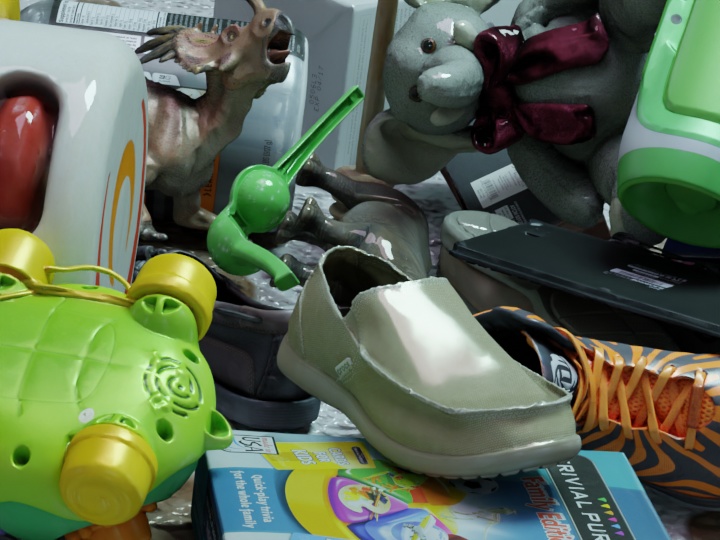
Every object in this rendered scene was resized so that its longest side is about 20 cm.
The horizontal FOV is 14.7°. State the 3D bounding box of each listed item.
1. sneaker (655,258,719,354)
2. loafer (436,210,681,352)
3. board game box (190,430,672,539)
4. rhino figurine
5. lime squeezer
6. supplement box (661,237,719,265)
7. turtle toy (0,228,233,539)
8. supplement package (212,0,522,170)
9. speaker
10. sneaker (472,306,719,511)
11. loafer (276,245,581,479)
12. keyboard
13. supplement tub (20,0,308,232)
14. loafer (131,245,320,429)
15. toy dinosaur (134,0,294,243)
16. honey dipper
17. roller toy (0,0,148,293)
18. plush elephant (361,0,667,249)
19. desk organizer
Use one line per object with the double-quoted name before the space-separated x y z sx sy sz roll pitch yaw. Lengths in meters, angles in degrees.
"sneaker" 0.217 0.055 1.452 0.200 0.081 0.086 22 -1 42
"loafer" 0.102 0.035 1.463 0.072 0.063 0.200 2 25 -32
"board game box" 0.033 0.123 1.205 0.199 0.047 0.151 3 20 -10
"rhino figurine" 0.000 0.000 1.509 0.087 0.060 0.200 23 20 -8
"lime squeezer" -0.047 -0.037 1.473 0.038 0.071 0.200 40 31 -13
"supplement box" 0.265 -0.069 1.481 0.109 0.201 0.109 32 -15 -29
"turtle toy" -0.152 0.063 1.220 0.199 0.101 0.146 8 43 9
"supplement package" 0.010 -0.142 1.819 0.120 0.122 0.200 22 24 36
"speaker" 0.195 -0.116 1.432 0.088 0.201 0.089 18 -20 7
"sneaker" 0.122 0.065 1.309 0.199 0.078 0.112 4 -9 24
"loafer" 0.026 0.040 1.263 0.075 0.069 0.200 -11 21 -34
"keyboard" 0.148 0.018 1.404 0.200 0.040 0.104 19 23 38
"supplement tub" -0.134 -0.092 1.629 0.199 0.123 0.123 6 20 -2
"loafer" -0.081 0.018 1.431 0.072 0.063 0.200 -7 24 -35
"toy dinosaur" -0.128 -0.080 1.530 0.199 0.136 0.086 -2 -5 7
"honey dipper" 0.010 -0.107 1.604 0.038 0.201 0.038 7 19 -2
"roller toy" -0.184 -0.033 1.348 0.139 0.201 0.183 7 25 2
"plush elephant" 0.082 -0.108 1.546 0.154 0.165 0.200 0 11 -9
"desk organizer" 0.090 -0.056 1.672 0.072 0.077 0.200 -26 40 -1
